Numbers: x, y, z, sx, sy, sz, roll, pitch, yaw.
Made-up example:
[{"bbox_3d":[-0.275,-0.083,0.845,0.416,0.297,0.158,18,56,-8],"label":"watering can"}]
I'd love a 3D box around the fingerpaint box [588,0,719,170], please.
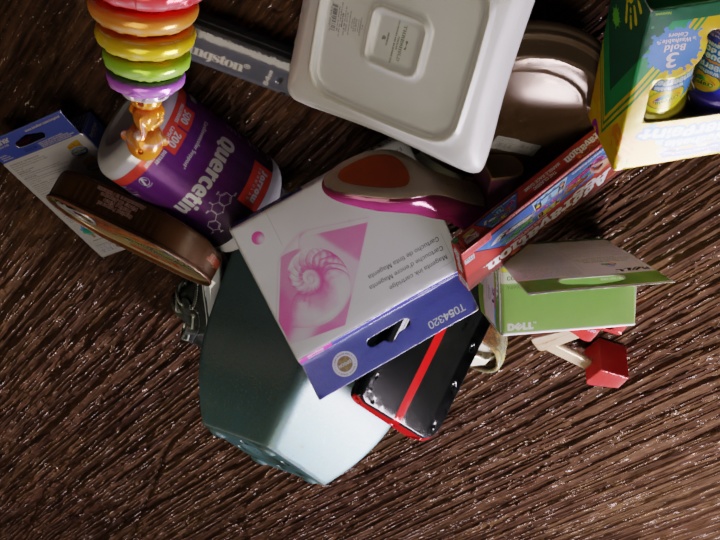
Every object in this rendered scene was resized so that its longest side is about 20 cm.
[{"bbox_3d":[0.301,-0.177,0.811,0.196,0.074,0.168,-9,142,-5],"label":"fingerpaint box"}]

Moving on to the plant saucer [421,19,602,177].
[{"bbox_3d":[0.137,-0.145,0.905,0.196,0.030,0.201,-5,149,-3],"label":"plant saucer"}]

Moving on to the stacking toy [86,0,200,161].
[{"bbox_3d":[-0.184,-0.187,0.855,0.113,0.111,0.203,7,123,0],"label":"stacking toy"}]

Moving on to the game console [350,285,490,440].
[{"bbox_3d":[0.075,0.079,1.110,0.031,0.203,0.176,18,167,40],"label":"game console"}]

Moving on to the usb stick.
[{"bbox_3d":[-0.142,-0.213,0.920,0.196,0.033,0.056,18,140,-13],"label":"usb stick"}]

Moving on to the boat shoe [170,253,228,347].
[{"bbox_3d":[-0.198,0.043,1.216,0.069,0.073,0.201,6,144,-5],"label":"boat shoe"}]

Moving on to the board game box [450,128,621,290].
[{"bbox_3d":[0.172,-0.063,0.944,0.199,0.020,0.103,-38,159,-4],"label":"board game box"}]

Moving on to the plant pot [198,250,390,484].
[{"bbox_3d":[-0.070,0.119,1.124,0.193,0.203,0.196,10,156,41],"label":"plant pot"}]

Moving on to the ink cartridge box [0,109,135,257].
[{"bbox_3d":[-0.298,-0.099,1.084,0.117,0.043,0.200,-14,139,26],"label":"ink cartridge box"}]

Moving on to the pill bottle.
[{"bbox_3d":[-0.158,-0.095,1.004,0.112,0.114,0.199,-28,130,37],"label":"pill bottle"}]

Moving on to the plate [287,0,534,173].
[{"bbox_3d":[0.033,-0.194,0.827,0.197,0.032,0.202,24,128,12],"label":"plate"}]

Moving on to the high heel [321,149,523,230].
[{"bbox_3d":[0.055,-0.058,0.934,0.196,0.068,0.097,-1,138,-14],"label":"high heel"}]

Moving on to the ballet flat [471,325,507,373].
[{"bbox_3d":[0.091,0.074,1.210,0.197,0.072,0.071,21,140,-15],"label":"ballet flat"}]

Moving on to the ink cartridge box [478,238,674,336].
[{"bbox_3d":[0.209,0.026,1.001,0.144,0.200,0.077,-4,104,-5],"label":"ink cartridge box"}]

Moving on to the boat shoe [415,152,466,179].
[{"bbox_3d":[0.049,-0.060,1.064,0.072,0.067,0.200,52,128,15],"label":"boat shoe"}]

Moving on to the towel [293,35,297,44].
[{"bbox_3d":[0.054,-0.196,0.902,0.198,0.037,0.147,32,135,-28],"label":"towel"}]

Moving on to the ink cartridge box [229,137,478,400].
[{"bbox_3d":[0.000,0.000,0.984,0.194,0.043,0.203,-29,100,-5],"label":"ink cartridge box"}]

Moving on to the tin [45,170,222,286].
[{"bbox_3d":[-0.230,-0.044,1.018,0.197,0.042,0.112,25,163,16],"label":"tin"}]

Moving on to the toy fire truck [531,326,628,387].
[{"bbox_3d":[0.248,0.066,1.184,0.196,0.049,0.142,16,141,-10],"label":"toy fire truck"}]
